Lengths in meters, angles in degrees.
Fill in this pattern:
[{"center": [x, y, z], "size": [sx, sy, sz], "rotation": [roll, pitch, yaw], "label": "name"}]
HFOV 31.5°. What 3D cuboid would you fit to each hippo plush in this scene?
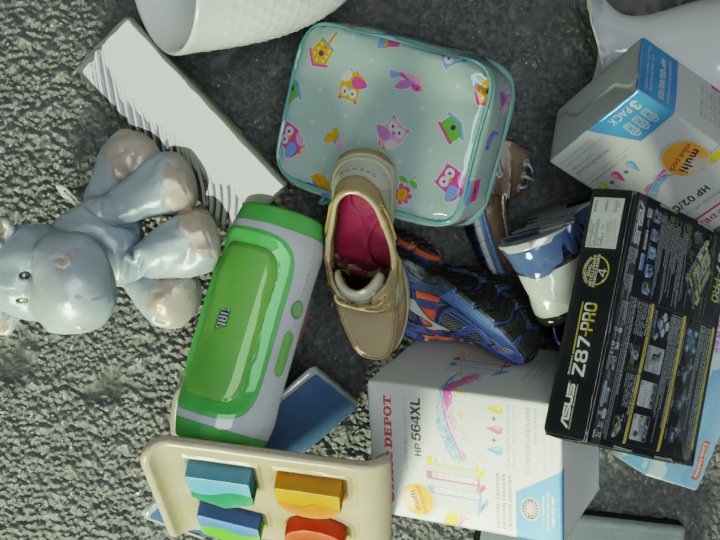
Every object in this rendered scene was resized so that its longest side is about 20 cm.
[{"center": [-0.230, -0.029, 1.044], "size": [0.199, 0.160, 0.161], "rotation": [19, 111, 29], "label": "hippo plush"}]

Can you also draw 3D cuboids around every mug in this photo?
[{"center": [-0.085, -0.286, 1.062], "size": [0.174, 0.148, 0.201], "rotation": [-14, 137, -29], "label": "mug"}]

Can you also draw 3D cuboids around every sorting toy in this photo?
[{"center": [-0.073, 0.196, 1.065], "size": [0.198, 0.186, 0.037], "rotation": [3, 58, 3], "label": "sorting toy"}]

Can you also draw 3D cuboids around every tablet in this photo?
[{"center": [-0.096, 0.167, 1.156], "size": [0.200, 0.130, 0.014], "rotation": [-41, 63, 1], "label": "tablet"}]

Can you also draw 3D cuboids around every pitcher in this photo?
[{"center": [0.297, -0.162, 1.150], "size": [0.198, 0.121, 0.173], "rotation": [6, 117, 6], "label": "pitcher"}]

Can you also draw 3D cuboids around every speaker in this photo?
[{"center": [-0.092, 0.049, 1.069], "size": [0.088, 0.088, 0.202], "rotation": [17, 83, -6], "label": "speaker"}]

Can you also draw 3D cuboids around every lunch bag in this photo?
[{"center": [0.026, -0.124, 1.112], "size": [0.199, 0.077, 0.162], "rotation": [18, 105, 26], "label": "lunch bag"}]

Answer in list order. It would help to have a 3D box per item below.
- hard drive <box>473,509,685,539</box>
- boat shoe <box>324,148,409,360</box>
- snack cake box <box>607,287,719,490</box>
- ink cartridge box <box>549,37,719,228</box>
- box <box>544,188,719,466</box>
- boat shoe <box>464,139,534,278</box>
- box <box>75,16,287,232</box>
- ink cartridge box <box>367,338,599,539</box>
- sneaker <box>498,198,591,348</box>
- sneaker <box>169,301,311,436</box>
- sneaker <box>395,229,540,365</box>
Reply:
[{"center": [0.204, 0.300, 1.230], "size": [0.198, 0.033, 0.141], "rotation": [7, 96, -5], "label": "hard drive"}, {"center": [0.000, 0.000, 1.078], "size": [0.073, 0.069, 0.201], "rotation": [1, 123, 13], "label": "boat shoe"}, {"center": [0.286, 0.081, 1.162], "size": [0.067, 0.115, 0.202], "rotation": [19, 95, -27], "label": "snack cake box"}, {"center": [0.278, -0.096, 1.101], "size": [0.199, 0.115, 0.068], "rotation": [29, 50, -18], "label": "ink cartridge box"}, {"center": [0.232, 0.050, 1.044], "size": [0.160, 0.049, 0.202], "rotation": [16, 83, -41], "label": "box"}, {"center": [0.119, -0.092, 1.158], "size": [0.072, 0.072, 0.202], "rotation": [-16, 98, -3], "label": "boat shoe"}, {"center": [-0.155, -0.127, 1.132], "size": [0.068, 0.082, 0.200], "rotation": [-43, 96, 4], "label": "box"}, {"center": [0.099, 0.143, 1.123], "size": [0.198, 0.125, 0.130], "rotation": [4, 107, 25], "label": "ink cartridge box"}, {"center": [0.187, 0.004, 1.120], "size": [0.080, 0.199, 0.116], "rotation": [-11, 100, 31], "label": "sneaker"}, {"center": [-0.107, 0.083, 1.149], "size": [0.075, 0.105, 0.201], "rotation": [32, 93, -4], "label": "sneaker"}, {"center": [0.076, 0.033, 1.145], "size": [0.199, 0.075, 0.079], "rotation": [32, 121, 32], "label": "sneaker"}]
